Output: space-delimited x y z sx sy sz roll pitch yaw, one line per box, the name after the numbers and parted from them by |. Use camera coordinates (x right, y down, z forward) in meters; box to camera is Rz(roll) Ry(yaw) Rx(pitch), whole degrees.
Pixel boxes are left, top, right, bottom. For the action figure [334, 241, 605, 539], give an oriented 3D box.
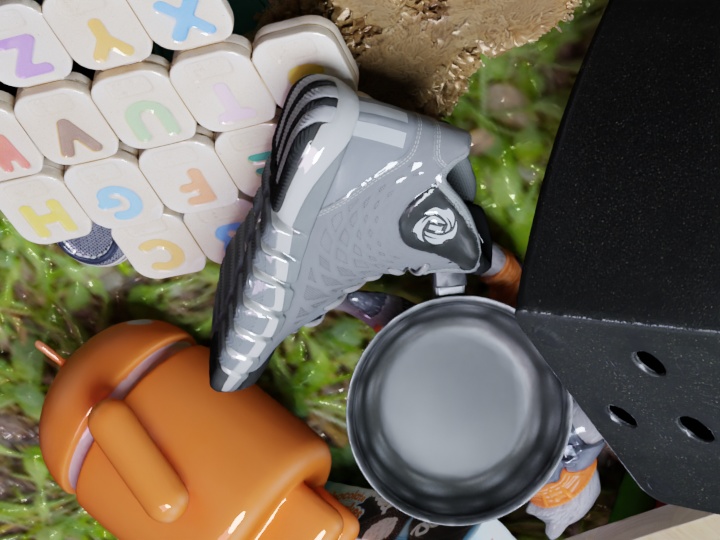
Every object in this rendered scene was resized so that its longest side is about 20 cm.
0.054 0.069 0.996 0.200 0.105 0.194 -33 104 29 | action figure

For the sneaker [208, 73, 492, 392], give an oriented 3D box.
0.000 0.000 0.866 0.115 0.075 0.200 11 140 -13 | sneaker

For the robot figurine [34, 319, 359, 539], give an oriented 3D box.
-0.097 0.105 1.027 0.200 0.144 0.117 36 129 17 | robot figurine

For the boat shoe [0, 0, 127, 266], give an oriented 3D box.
-0.155 -0.065 0.942 0.074 0.093 0.201 3 128 11 | boat shoe

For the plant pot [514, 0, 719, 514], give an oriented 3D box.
0.186 0.001 0.801 0.199 0.178 0.200 5 141 49 | plant pot

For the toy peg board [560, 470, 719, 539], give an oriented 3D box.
0.231 0.159 0.996 0.200 0.098 0.199 36 147 -15 | toy peg board

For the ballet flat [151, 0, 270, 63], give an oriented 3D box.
-0.101 -0.141 0.879 0.072 0.072 0.200 -19 150 26 | ballet flat

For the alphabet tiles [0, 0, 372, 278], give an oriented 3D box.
-0.090 -0.062 0.864 0.199 0.015 0.196 -11 140 17 | alphabet tiles

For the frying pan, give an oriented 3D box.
0.032 0.035 0.916 0.115 0.031 0.191 -27 97 -4 | frying pan

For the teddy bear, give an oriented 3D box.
0.005 -0.112 0.873 0.145 0.067 0.200 25 128 -33 | teddy bear

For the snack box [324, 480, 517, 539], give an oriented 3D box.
0.042 0.175 1.056 0.116 0.037 0.200 47 158 -23 | snack box
